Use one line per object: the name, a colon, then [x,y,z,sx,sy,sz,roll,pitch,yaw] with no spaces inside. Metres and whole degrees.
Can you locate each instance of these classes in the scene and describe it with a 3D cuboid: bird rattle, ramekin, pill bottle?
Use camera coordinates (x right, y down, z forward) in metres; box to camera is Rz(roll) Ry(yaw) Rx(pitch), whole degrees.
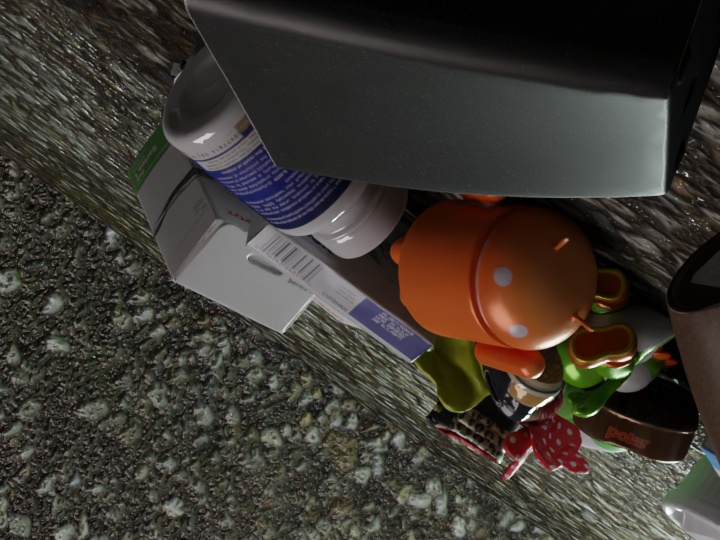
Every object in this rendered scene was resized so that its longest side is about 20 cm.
bird rattle: [0.157,0.092,1.767,0.112,0.164,0.200,-11,140,45]
ramekin: [0.408,0.249,1.903,0.202,0.095,0.202,32,172,5]
pill bottle: [-0.057,-0.100,1.590,0.200,0.120,0.119,39,170,-32]

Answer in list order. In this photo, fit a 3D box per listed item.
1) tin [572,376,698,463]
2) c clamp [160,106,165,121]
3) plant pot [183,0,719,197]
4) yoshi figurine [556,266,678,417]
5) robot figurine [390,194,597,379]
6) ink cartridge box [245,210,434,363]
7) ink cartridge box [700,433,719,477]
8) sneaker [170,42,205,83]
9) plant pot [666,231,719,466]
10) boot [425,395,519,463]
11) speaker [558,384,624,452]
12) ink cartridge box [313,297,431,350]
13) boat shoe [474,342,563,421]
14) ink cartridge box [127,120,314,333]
tin: [0.251,0.128,1.749,0.111,0.042,0.200,23,-168,7]
c clamp: [-0.121,-0.115,1.823,0.200,0.027,0.170,35,-172,40]
plant pot: [0.064,-0.136,0.770,0.176,0.201,0.200,18,168,12]
yoshi figurine: [0.199,0.063,1.634,0.112,0.112,0.200,43,178,23]
robot figurine: [0.108,0.001,1.531,0.116,0.145,0.199,25,170,-36]
ink cartridge box: [-0.007,-0.042,1.743,0.199,0.041,0.201,36,-145,-22]
ink cartridge box: [0.388,0.181,1.629,0.145,0.084,0.200,28,170,30]
sneaker: [-0.139,-0.161,1.700,0.082,0.075,0.200,30,172,8]
plant pot: [0.281,0.067,1.176,0.200,0.187,0.187,52,166,-17]
boot: [0.100,0.077,1.881,0.203,0.154,0.073,34,171,3]
speaker: [0.232,0.137,1.956,0.088,0.089,0.200,35,171,-13]
ink cartridge box: [-0.002,0.003,2.080,0.145,0.084,0.200,38,170,-27]
boat shoe: [0.127,0.049,1.645,0.074,0.062,0.201,13,-142,-20]
ink cartridge box: [-0.132,-0.047,1.877,0.146,0.084,0.200,27,-159,-34]
